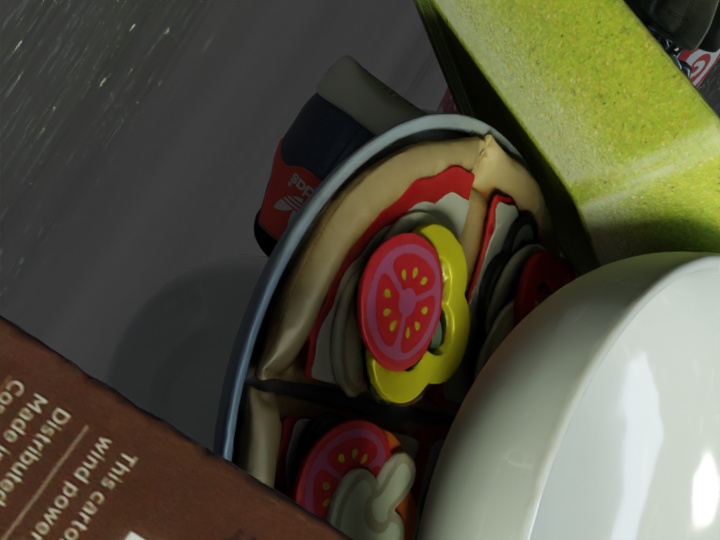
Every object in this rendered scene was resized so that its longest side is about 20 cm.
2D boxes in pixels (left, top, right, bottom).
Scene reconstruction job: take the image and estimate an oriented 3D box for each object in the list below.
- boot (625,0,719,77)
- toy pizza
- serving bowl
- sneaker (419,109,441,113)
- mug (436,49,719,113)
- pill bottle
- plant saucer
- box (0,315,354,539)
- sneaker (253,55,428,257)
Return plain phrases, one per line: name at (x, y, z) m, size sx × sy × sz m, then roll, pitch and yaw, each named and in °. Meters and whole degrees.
boot at (0.102, -0.153, 0.792) m, size 0.070 × 0.132 × 0.200 m, roll -57°, pitch 172°, yaw -17°
toy pizza at (0.022, 0.049, 0.667) m, size 0.200 × 0.032 × 0.201 m, roll -24°, pitch 120°, yaw -51°
serving bowl at (0.075, 0.087, 0.668) m, size 0.200 × 0.066 × 0.201 m, roll -24°, pitch 121°, yaw -49°
sneaker at (0.000, 0.000, 0.948) m, size 0.070 × 0.108 × 0.200 m, roll -40°, pitch -137°, yaw 49°
mug at (0.106, -0.098, 1.053) m, size 0.178 × 0.133 × 0.200 m, roll -56°, pitch 176°, yaw -48°
pill bottle at (0.001, 0.059, 0.781) m, size 0.200 × 0.114 × 0.114 m, roll 11°, pitch 110°, yaw -60°
plant saucer at (0.079, -0.048, 0.758) m, size 0.048 × 0.200 × 0.200 m, roll -31°, pitch 145°, yaw -2°
box at (-0.089, 0.138, 0.522) m, size 0.166 × 0.164 × 0.200 m, roll -56°, pitch 171°, yaw -24°
sneaker at (-0.001, -0.030, 0.844) m, size 0.085 × 0.075 × 0.200 m, roll -54°, pitch 166°, yaw 2°
